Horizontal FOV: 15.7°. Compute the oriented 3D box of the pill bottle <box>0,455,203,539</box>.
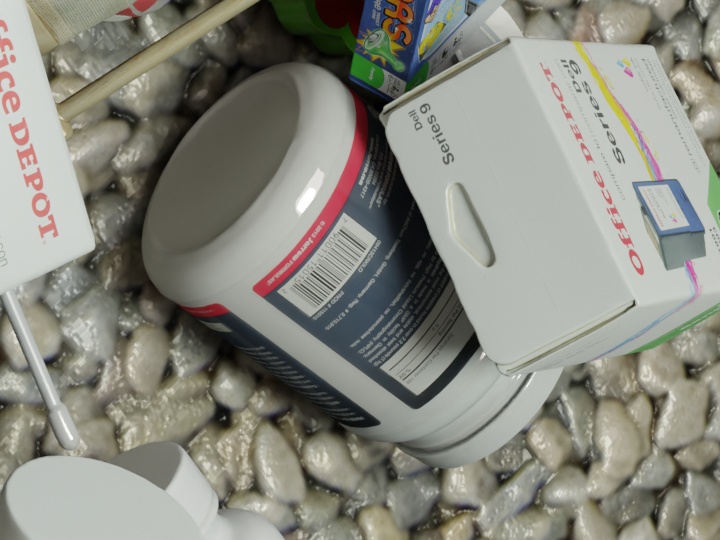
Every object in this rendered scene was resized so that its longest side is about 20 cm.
[{"bbox_3d":[-0.148,0.191,1.179,0.116,0.116,0.200,5,121,-37],"label":"pill bottle"}]

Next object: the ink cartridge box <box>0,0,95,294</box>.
[{"bbox_3d":[-0.223,-0.042,1.062,0.200,0.085,0.145,-28,115,-30],"label":"ink cartridge box"}]

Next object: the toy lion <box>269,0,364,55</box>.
[{"bbox_3d":[-0.022,-0.210,1.391,0.200,0.069,0.192,-7,99,-43],"label":"toy lion"}]

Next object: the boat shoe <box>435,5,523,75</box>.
[{"bbox_3d":[0.050,-0.097,1.416,0.069,0.072,0.200,-60,147,-18],"label":"boat shoe"}]

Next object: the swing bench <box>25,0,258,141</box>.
[{"bbox_3d":[-0.123,-0.200,1.212,0.199,0.130,0.200,-32,81,0],"label":"swing bench"}]

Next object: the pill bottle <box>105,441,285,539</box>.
[{"bbox_3d":[-0.070,0.188,1.290,0.120,0.120,0.200,-46,114,-30],"label":"pill bottle"}]

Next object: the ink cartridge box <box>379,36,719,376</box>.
[{"bbox_3d":[0.110,-0.034,1.307,0.200,0.087,0.146,-6,69,-62],"label":"ink cartridge box"}]

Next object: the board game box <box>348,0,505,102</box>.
[{"bbox_3d":[0.069,-0.188,1.290,0.034,0.136,0.200,30,50,15],"label":"board game box"}]

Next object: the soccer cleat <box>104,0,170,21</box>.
[{"bbox_3d":[-0.123,-0.227,1.306,0.068,0.073,0.200,-10,93,-38],"label":"soccer cleat"}]

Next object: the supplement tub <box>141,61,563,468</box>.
[{"bbox_3d":[0.000,0.000,1.343,0.200,0.140,0.141,38,66,-30],"label":"supplement tub"}]

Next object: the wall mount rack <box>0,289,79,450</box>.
[{"bbox_3d":[-0.220,0.022,1.165,0.200,0.174,0.075,-24,145,-36],"label":"wall mount rack"}]
